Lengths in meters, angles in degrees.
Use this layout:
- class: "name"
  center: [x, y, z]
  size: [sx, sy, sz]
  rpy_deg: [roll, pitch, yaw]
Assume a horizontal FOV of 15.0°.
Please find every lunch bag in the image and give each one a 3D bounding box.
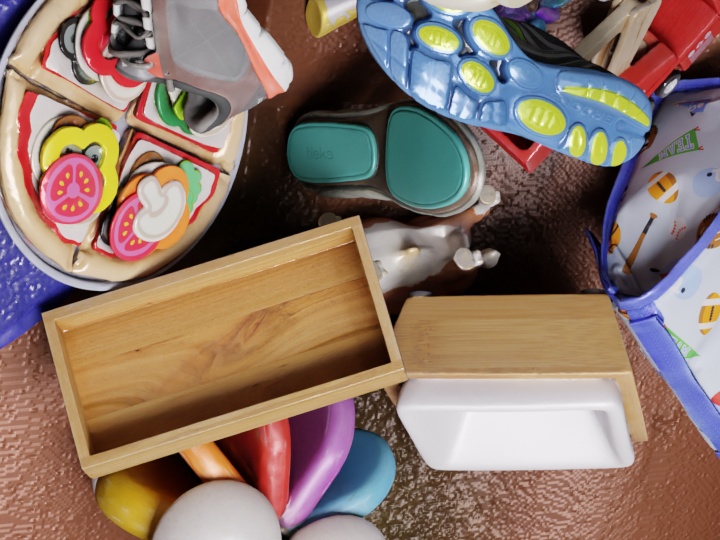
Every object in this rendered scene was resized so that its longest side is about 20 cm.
- class: "lunch bag"
  center: [0.234, -0.002, 1.787]
  size: [0.170, 0.123, 0.201]
  rpy_deg: [52, 48, -36]

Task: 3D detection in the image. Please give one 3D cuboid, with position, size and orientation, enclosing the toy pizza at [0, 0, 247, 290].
- class: "toy pizza"
  center: [-0.136, -0.085, 1.608]
  size: [0.199, 0.032, 0.202]
  rpy_deg: [-14, 110, -42]

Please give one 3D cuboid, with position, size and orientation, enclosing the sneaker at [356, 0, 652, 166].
- class: "sneaker"
  center: [0.076, -0.116, 1.591]
  size: [0.199, 0.083, 0.071]
  rpy_deg: [23, 94, -26]

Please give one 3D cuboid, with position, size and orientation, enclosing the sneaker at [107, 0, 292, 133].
- class: "sneaker"
  center: [-0.110, -0.144, 1.539]
  size: [0.082, 0.077, 0.200]
  rpy_deg: [-40, 135, -3]

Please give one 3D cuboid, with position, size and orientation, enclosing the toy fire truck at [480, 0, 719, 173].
- class: "toy fire truck"
  center: [0.165, -0.141, 1.721]
  size: [0.200, 0.049, 0.141]
  rpy_deg: [-48, 162, 2]

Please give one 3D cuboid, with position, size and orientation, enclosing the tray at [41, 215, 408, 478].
- class: "tray"
  center: [-0.081, 0.046, 1.627]
  size: [0.199, 0.099, 0.037]
  rpy_deg: [-17, 164, 0]

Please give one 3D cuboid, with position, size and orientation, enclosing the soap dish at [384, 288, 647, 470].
- class: "soap dish"
  center: [0.101, 0.071, 1.742]
  size: [0.156, 0.200, 0.082]
  rpy_deg: [-1, 75, 9]

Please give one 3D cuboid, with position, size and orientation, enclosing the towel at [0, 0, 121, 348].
- class: "towel"
  center: [-0.214, -0.065, 1.614]
  size: [0.147, 0.049, 0.201]
  rpy_deg: [-35, 125, -16]

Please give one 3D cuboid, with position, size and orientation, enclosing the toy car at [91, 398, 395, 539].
- class: "toy car"
  center: [-0.062, 0.128, 1.708]
  size: [0.199, 0.175, 0.151]
  rpy_deg: [20, 101, -32]

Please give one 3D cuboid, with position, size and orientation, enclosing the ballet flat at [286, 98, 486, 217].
- class: "ballet flat"
  center: [0.031, -0.071, 1.647]
  size: [0.063, 0.199, 0.068]
  rpy_deg: [-2, 97, -35]

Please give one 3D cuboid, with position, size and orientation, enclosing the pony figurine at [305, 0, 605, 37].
- class: "pony figurine"
  center: [0.080, -0.206, 1.646]
  size: [0.199, 0.167, 0.193]
  rpy_deg: [-16, 153, -23]

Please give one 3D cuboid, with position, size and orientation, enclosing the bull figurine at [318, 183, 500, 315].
- class: "bull figurine"
  center: [0.000, 0.000, 1.725]
  size: [0.199, 0.121, 0.066]
  rpy_deg: [-16, 81, -28]

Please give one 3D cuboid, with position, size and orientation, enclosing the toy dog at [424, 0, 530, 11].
- class: "toy dog"
  center: [0.087, -0.259, 1.520]
  size: [0.193, 0.201, 0.139]
  rpy_deg: [-31, 169, 24]
